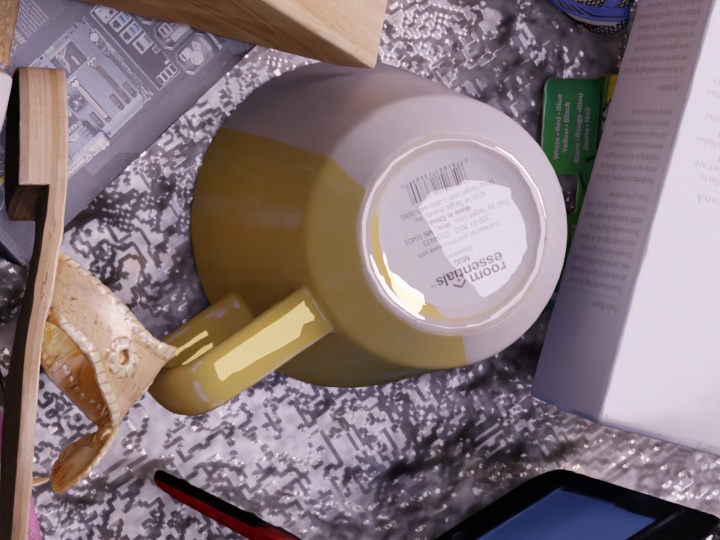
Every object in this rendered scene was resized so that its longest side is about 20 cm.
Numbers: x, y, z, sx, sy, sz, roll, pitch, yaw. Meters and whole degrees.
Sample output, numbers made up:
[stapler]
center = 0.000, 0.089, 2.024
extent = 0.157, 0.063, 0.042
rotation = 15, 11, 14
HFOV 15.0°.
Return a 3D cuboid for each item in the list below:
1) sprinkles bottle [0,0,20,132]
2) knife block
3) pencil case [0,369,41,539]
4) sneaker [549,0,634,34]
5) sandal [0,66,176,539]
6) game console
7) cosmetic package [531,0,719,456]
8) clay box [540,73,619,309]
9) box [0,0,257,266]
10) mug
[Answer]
[sprinkles bottle]
center = -0.162, -0.156, 1.111
extent = 0.068, 0.068, 0.200
rotation = 11, 89, -17
[knife block]
center = -0.048, -0.137, 1.089
extent = 0.200, 0.176, 0.064
rotation = 13, 85, -24
[pencil case]
center = -0.183, 0.109, 1.162
extent = 0.083, 0.087, 0.200
rotation = -9, 95, 14
[sneaker]
center = 0.156, -0.183, 1.267
extent = 0.200, 0.075, 0.078
rotation = -35, 110, -5
[sandal]
center = -0.110, 0.021, 1.123
extent = 0.070, 0.078, 0.212
rotation = 2, 80, -13
[game console]
center = 0.030, 0.102, 1.163
extent = 0.172, 0.200, 0.119
rotation = -31, 101, -14
[cosmetic package]
center = 0.145, -0.026, 1.197
extent = 0.071, 0.101, 0.200
rotation = 16, 90, -13
[clay box]
center = 0.183, -0.032, 1.285
extent = 0.200, 0.048, 0.115
rotation = 2, 92, -18
[box]
center = -0.160, -0.126, 1.175
extent = 0.158, 0.051, 0.200
rotation = -45, 104, -11
[mug]
center = 0.009, -0.001, 1.178
extent = 0.149, 0.153, 0.187
rotation = 25, 85, -17
